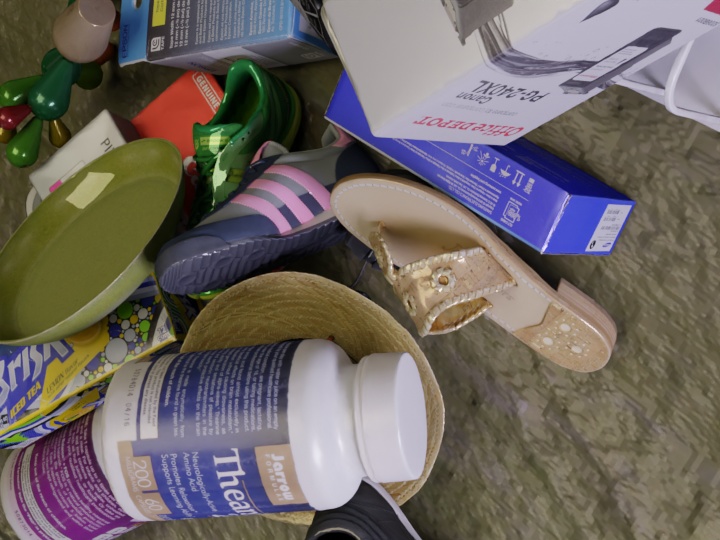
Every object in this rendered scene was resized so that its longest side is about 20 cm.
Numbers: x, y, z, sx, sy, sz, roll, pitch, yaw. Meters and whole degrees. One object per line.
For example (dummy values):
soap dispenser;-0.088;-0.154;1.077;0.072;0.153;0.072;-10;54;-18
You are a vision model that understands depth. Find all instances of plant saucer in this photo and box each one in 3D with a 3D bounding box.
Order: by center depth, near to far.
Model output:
plant saucer;-0.204;-0.017;0.931;0.199;0.031;0.201;-27;35;21

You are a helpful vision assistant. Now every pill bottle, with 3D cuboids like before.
pill bottle;-0.061;0.105;0.822;0.198;0.111;0.112;-7;84;15
pill bottle;-0.199;0.158;1.027;0.199;0.112;0.113;-30;71;33

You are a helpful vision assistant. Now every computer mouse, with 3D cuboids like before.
computer mouse;0.000;0.000;0.885;0.058;0.034;0.201;27;138;-3

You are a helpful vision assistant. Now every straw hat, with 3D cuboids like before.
straw hat;-0.030;0.087;0.915;0.199;0.085;0.203;3;104;13

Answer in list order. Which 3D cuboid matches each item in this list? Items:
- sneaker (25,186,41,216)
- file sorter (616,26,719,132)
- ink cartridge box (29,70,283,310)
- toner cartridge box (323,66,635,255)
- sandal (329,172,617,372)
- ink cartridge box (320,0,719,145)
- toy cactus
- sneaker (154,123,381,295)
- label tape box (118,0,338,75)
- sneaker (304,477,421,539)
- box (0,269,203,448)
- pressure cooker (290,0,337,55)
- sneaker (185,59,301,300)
sneaker;-0.224;-0.014;1.076;0.115;0.075;0.201;-34;68;29
file sorter;0.190;-0.168;0.732;0.199;0.124;0.140;34;109;32
ink cartridge box;-0.155;-0.050;1.005;0.173;0.043;0.201;-38;71;13
toner cartridge box;0.077;-0.075;0.833;0.199;0.095;0.043;35;109;33
sandal;0.064;0.017;0.789;0.211;0.070;0.078;30;141;-2
ink cartridge box;0.102;-0.143;0.630;0.199;0.145;0.084;-29;76;33
toy cactus;-0.250;-0.188;1.035;0.165;0.102;0.201;-32;26;56
sneaker;-0.072;-0.046;0.886;0.082;0.199;0.070;58;143;14
label tape box;-0.104;-0.236;0.991;0.199;0.066;0.145;-1;83;40
sneaker;0.033;0.229;0.829;0.200;0.099;0.071;46;111;5
box;-0.215;0.067;0.955;0.199;0.064;0.071;-28;74;17
pressure cooker;0.018;-0.245;0.832;0.200;0.178;0.176;49;127;22
sneaker;-0.105;-0.071;0.939;0.073;0.084;0.202;-4;60;30
